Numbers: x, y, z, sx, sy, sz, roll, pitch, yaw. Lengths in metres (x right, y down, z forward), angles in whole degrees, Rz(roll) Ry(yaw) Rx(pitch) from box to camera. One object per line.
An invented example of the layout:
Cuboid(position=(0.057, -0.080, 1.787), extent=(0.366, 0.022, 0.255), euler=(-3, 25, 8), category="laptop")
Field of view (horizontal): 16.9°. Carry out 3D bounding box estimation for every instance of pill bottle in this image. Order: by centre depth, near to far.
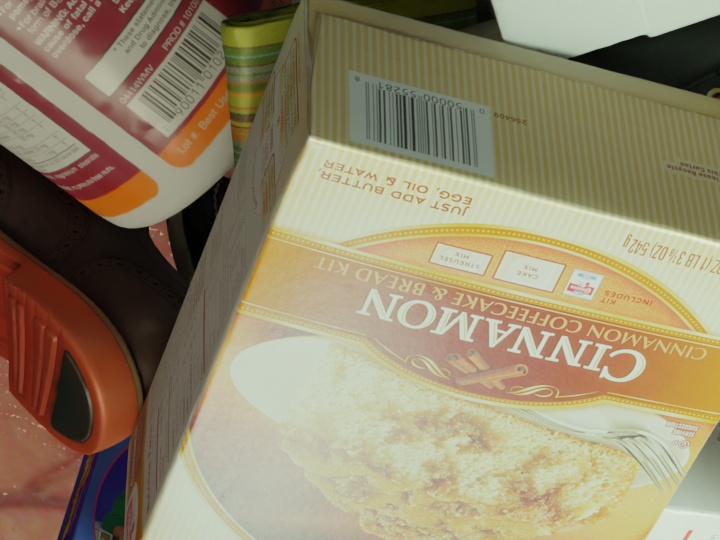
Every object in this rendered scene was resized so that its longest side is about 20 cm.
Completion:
Cuboid(position=(-0.122, -0.110, 0.804), extent=(0.200, 0.110, 0.110), euler=(37, 130, -23), category="pill bottle")

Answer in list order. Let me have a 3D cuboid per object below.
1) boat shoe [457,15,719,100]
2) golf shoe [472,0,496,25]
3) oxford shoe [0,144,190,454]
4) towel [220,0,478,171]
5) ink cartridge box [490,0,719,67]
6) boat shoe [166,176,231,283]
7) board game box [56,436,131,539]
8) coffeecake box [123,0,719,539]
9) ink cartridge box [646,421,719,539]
Cuboid(position=(0.132, -0.074, 0.781), extent=(0.201, 0.074, 0.063), euler=(-17, 100, -4), category="boat shoe")
Cuboid(position=(0.113, -0.048, 0.859), extent=(0.092, 0.073, 0.200), euler=(-43, 116, 8), category="golf shoe")
Cuboid(position=(-0.120, -0.010, 0.888), extent=(0.073, 0.200, 0.071), euler=(-23, 141, -30), category="oxford shoe")
Cuboid(position=(0.000, 0.000, 0.823), extent=(0.086, 0.018, 0.200), euler=(-11, 118, -16), category="towel")
Cuboid(position=(0.120, -0.146, 0.710), extent=(0.200, 0.067, 0.117), euler=(-18, 130, 1), category="ink cartridge box")
Cuboid(position=(-0.004, 0.026, 0.941), extent=(0.066, 0.075, 0.199), euler=(-16, 129, 22), category="boat shoe")
Cuboid(position=(-0.026, 0.132, 1.003), extent=(0.200, 0.134, 0.045), euler=(22, 142, -10), category="board game box")
Cuboid(position=(0.025, 0.029, 0.753), extent=(0.153, 0.073, 0.200), euler=(13, 130, -13), category="coffeecake box")
Cuboid(position=(0.139, 0.108, 0.967), extent=(0.200, 0.068, 0.116), euler=(9, 137, -17), category="ink cartridge box")
